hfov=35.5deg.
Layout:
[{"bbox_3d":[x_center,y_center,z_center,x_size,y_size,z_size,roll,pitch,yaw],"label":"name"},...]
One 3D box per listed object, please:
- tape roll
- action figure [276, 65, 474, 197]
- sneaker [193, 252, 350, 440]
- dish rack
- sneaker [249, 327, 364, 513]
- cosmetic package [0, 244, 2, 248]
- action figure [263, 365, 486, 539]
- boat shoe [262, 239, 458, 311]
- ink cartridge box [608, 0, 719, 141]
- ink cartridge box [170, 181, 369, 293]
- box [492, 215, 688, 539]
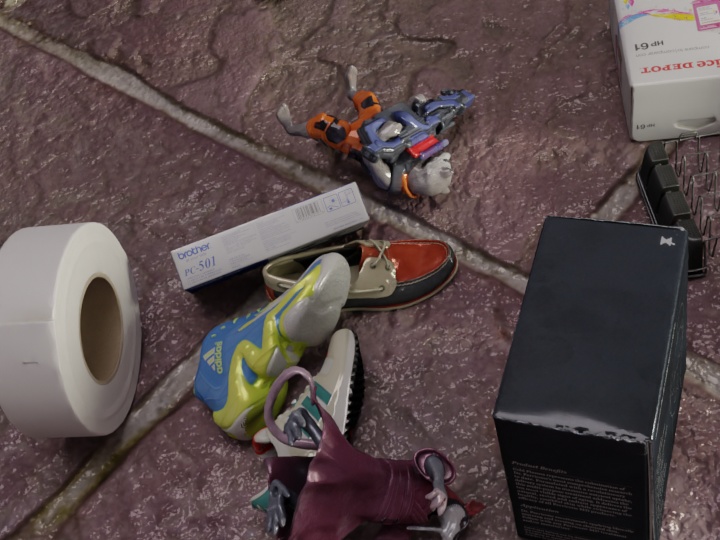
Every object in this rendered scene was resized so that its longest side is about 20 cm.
[{"bbox_3d":[-0.276,0.057,1.066,0.070,0.203,0.204,-3,51,10],"label":"tape roll"},{"bbox_3d":[0.034,-0.147,1.240,0.193,0.105,0.199,39,42,27],"label":"action figure"},{"bbox_3d":[-0.095,0.057,1.082,0.104,0.076,0.201,26,77,31],"label":"sneaker"},{"bbox_3d":[0.387,-0.082,1.116,0.198,0.055,0.155,-11,52,2],"label":"dish rack"},{"bbox_3d":[-0.050,0.137,1.032,0.092,0.071,0.201,3,55,8],"label":"sneaker"},{"bbox_3d":[-0.447,0.010,1.147,0.166,0.201,0.167,-37,53,-17],"label":"cosmetic package"},{"bbox_3d":[0.012,0.185,0.939,0.198,0.135,0.149,15,28,-30],"label":"action figure"},{"bbox_3d":[0.000,0.000,1.137,0.198,0.063,0.072,-11,48,3],"label":"boat shoe"},{"bbox_3d":[0.355,-0.246,1.233,0.143,0.085,0.202,-6,52,9],"label":"ink cartridge box"},{"bbox_3d":[-0.092,-0.033,1.161,0.198,0.094,0.045,-21,89,-5],"label":"ink cartridge box"},{"bbox_3d":[0.196,0.097,0.922,0.123,0.198,0.201,7,53,19],"label":"box"}]
